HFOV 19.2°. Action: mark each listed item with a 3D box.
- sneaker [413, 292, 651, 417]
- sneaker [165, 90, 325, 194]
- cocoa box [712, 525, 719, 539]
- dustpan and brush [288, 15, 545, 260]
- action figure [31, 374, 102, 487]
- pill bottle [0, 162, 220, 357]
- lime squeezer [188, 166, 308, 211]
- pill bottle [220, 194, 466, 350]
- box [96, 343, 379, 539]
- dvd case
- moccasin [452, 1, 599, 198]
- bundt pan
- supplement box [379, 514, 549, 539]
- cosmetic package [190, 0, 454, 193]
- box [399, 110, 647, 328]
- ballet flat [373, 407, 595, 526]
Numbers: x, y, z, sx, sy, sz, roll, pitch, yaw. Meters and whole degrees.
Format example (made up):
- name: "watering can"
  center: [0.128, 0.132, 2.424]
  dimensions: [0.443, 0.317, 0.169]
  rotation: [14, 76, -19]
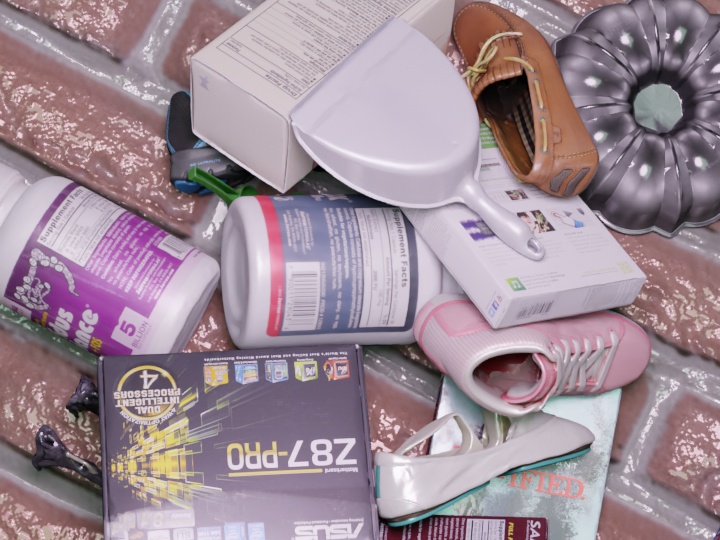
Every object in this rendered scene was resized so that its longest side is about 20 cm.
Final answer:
- name: "sneaker"
  center: [0.145, 0.073, 1.600]
  dimensions: [0.200, 0.105, 0.075]
  rotation: [9, 111, -25]
- name: "sneaker"
  center: [-0.057, -0.118, 1.684]
  dimensions: [0.200, 0.073, 0.082]
  rotation: [-9, 79, -4]
- name: "cocoa box"
  center: [0.339, 0.228, 1.619]
  dimensions: [0.133, 0.131, 0.200]
  rotation: [28, 83, 3]
- name: "dustpan and brush"
  center: [0.060, -0.080, 1.559]
  dimensions: [0.200, 0.057, 0.140]
  rotation: [37, 60, 13]
- name: "action figure"
  center: [-0.145, 0.158, 1.634]
  dimensions: [0.200, 0.102, 0.119]
  rotation: [27, 80, 12]
- name: "pill bottle"
  center: [-0.219, -0.004, 1.645]
  dimensions: [0.200, 0.112, 0.112]
  rotation: [28, 83, 3]
- name: "lime squeezer"
  center: [-0.059, -0.055, 1.683]
  dimensions: [0.200, 0.071, 0.038]
  rotation: [10, 53, -30]
- name: "pill bottle"
  center: [0.000, 0.000, 1.641]
  dimensions: [0.200, 0.120, 0.120]
  rotation: [-1, 82, -16]
- name: "box"
  center: [-0.092, 0.138, 1.563]
  dimensions: [0.200, 0.049, 0.161]
  rotation: [-1, 65, -7]
- name: "dvd case"
  center: [0.121, 0.166, 1.678]
  dimensions: [0.146, 0.022, 0.200]
  rotation: [12, 82, 0]
- name: "moccasin"
  center: [0.114, -0.137, 1.656]
  dimensions: [0.078, 0.074, 0.202]
  rotation: [8, 47, -33]
- name: "bundt pan"
  center: [0.238, -0.130, 1.692]
  dimensions: [0.202, 0.076, 0.202]
  rotation: [0, 83, -2]
- name: "supplement box"
  center: [0.043, 0.240, 1.606]
  dimensions: [0.200, 0.109, 0.061]
  rotation: [1, 41, 6]
- name: "cosmetic package"
  center: [-0.028, -0.163, 1.635]
  dimensions: [0.103, 0.087, 0.200]
  rotation: [36, 56, 23]
- name: "box"
  center: [0.106, -0.043, 1.620]
  dimensions: [0.144, 0.036, 0.200]
  rotation: [-8, 49, -38]
- name: "ballet flat"
  center: [0.093, 0.133, 1.604]
  dimensions: [0.200, 0.069, 0.070]
  rotation: [-17, 83, -30]
